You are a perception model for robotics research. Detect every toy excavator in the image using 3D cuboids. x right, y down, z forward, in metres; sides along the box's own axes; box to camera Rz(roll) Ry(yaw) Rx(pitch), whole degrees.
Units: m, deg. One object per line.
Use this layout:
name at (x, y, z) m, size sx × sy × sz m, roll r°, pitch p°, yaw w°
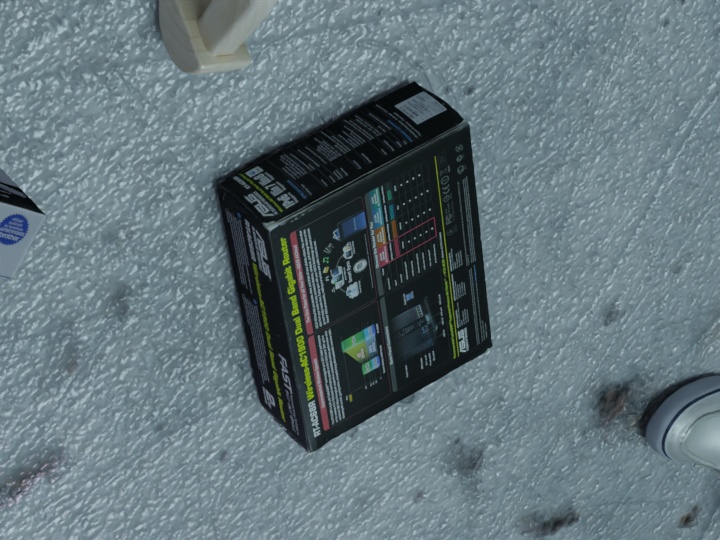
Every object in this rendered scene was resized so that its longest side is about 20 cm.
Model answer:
toy excavator at (-0.052, -0.205, 1.193) m, size 0.100 × 0.194 × 0.200 m, roll -9°, pitch 98°, yaw -36°

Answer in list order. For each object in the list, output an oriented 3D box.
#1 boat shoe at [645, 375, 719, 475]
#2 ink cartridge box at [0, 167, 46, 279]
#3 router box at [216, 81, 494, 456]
boat shoe at (0.314, 0.138, 1.789) m, size 0.202 × 0.086 × 0.075 m, roll 8°, pitch 115°, yaw -44°
ink cartridge box at (-0.264, -0.054, 1.143) m, size 0.200 × 0.094 × 0.044 m, roll 15°, pitch 110°, yaw -46°
router box at (0.000, 0.000, 1.434) m, size 0.150 × 0.062 × 0.200 m, roll -29°, pitch 136°, yaw -22°
